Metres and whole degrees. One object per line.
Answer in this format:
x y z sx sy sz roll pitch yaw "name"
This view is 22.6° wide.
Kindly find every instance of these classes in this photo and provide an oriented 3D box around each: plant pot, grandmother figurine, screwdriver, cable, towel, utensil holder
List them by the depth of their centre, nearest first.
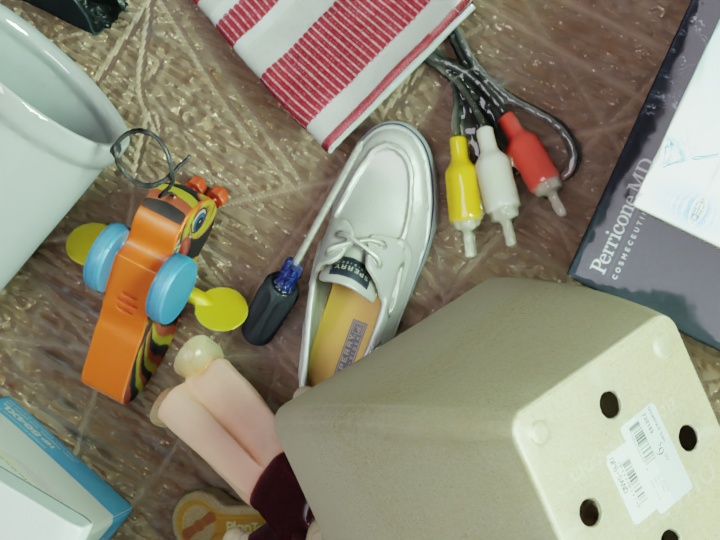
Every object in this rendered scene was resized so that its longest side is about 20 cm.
0.104 0.122 1.042 0.199 0.176 0.201 -29 98 -32 "plant pot"
-0.055 0.134 1.141 0.200 0.060 0.122 40 121 32 "grandmother figurine"
-0.038 -0.015 1.152 0.028 0.029 0.201 53 143 21 "screwdriver"
0.076 -0.114 1.168 0.096 0.050 0.202 -23 86 7 "cable"
-0.035 -0.197 1.189 0.144 0.023 0.200 -44 72 11 "towel"
-0.278 -0.062 1.192 0.170 0.170 0.200 43 102 8 "utensil holder"

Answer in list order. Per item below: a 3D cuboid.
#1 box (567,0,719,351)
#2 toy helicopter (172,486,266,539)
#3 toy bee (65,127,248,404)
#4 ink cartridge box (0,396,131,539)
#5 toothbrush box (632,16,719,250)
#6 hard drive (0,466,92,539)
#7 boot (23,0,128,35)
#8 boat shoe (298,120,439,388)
0.257 -0.043 1.095 0.198 0.117 0.198 26 97 12 "box"
-0.038 0.160 1.193 0.198 0.079 0.134 -1 98 26 "toy helicopter"
-0.124 -0.011 1.202 0.131 0.109 0.200 44 126 4 "toy bee"
-0.262 0.178 1.177 0.125 0.200 0.129 41 99 9 "ink cartridge box"
0.257 -0.094 0.991 0.145 0.085 0.202 27 97 11 "toothbrush box"
-0.255 0.206 1.060 0.131 0.026 0.202 28 98 11 "hard drive"
-0.231 -0.256 1.183 0.166 0.077 0.201 18 139 13 "boot"
0.000 0.000 1.177 0.070 0.070 0.202 18 93 11 "boat shoe"
